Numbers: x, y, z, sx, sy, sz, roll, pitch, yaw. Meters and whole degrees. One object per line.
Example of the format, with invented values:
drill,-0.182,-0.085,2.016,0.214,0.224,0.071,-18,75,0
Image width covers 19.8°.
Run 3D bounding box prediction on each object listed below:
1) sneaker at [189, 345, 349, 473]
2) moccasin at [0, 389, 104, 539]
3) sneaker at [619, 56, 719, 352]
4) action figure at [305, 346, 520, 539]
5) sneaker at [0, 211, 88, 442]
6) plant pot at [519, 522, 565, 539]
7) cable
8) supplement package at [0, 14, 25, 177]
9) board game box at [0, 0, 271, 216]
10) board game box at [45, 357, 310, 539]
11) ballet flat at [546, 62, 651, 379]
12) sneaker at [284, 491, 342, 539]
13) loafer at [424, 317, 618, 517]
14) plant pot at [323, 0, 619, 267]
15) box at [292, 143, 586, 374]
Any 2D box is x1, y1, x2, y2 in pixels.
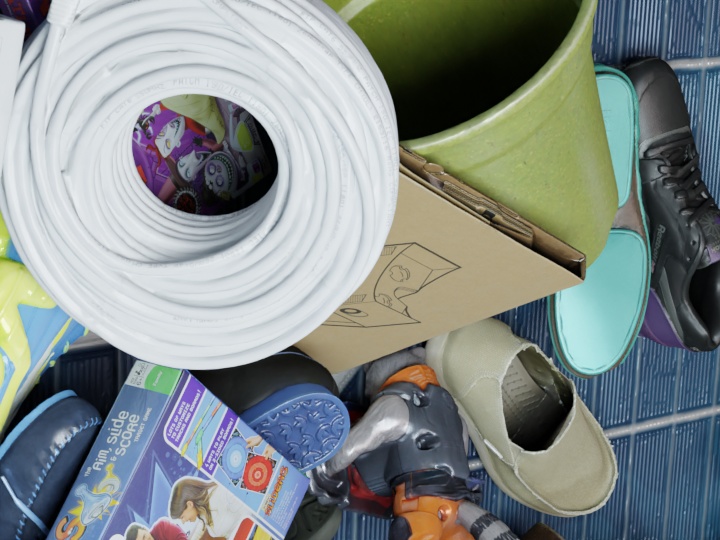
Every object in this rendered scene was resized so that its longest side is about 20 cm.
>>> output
sneaker,-0.106,0.103,1.175,0.200,0.078,0.070,-20,119,-9
moccasin,-0.167,0.152,1.090,0.080,0.068,0.200,-25,146,-47
sneaker,0.214,-0.043,1.363,0.076,0.088,0.200,-22,115,-31
action figure,0.056,0.134,1.251,0.200,0.105,0.194,11,51,-55
sneaker,-0.173,0.033,1.091,0.105,0.076,0.200,9,97,-40
plant pot,0.091,0.296,1.324,0.200,0.187,0.187,-35,123,-8
cable,-0.081,-0.054,1.010,0.200,0.069,0.200,28,111,-8
supplement package,-0.248,-0.036,0.990,0.114,0.109,0.200,5,100,-39
board game box,-0.123,-0.115,1.084,0.120,0.032,0.200,-37,116,-38
board game box,-0.110,0.164,1.061,0.135,0.034,0.200,48,61,-46
ballet flat,0.150,-0.033,1.323,0.067,0.070,0.200,0,97,-5
sneaker,-0.087,0.204,1.215,0.199,0.076,0.114,-42,149,-41
loafer,0.113,0.102,1.338,0.076,0.068,0.200,-54,128,-13
plant pot,0.063,-0.082,1.184,0.200,0.200,0.184,-47,138,-18
box,0.000,0.000,1.149,0.163,0.200,0.021,28,53,-39
